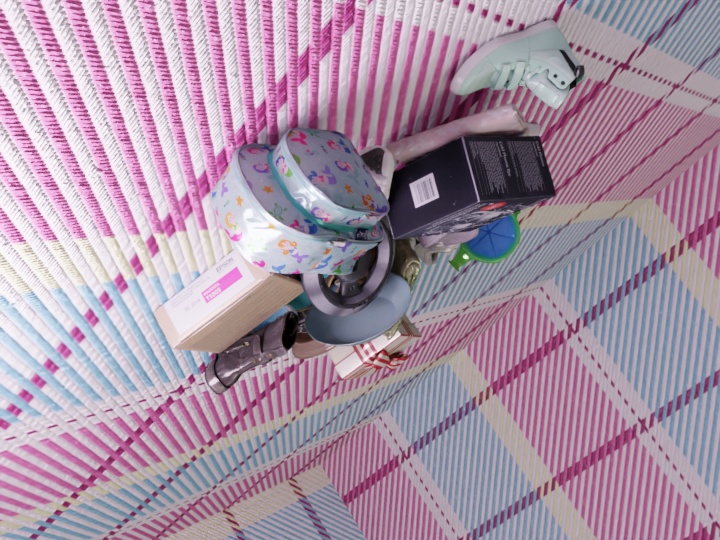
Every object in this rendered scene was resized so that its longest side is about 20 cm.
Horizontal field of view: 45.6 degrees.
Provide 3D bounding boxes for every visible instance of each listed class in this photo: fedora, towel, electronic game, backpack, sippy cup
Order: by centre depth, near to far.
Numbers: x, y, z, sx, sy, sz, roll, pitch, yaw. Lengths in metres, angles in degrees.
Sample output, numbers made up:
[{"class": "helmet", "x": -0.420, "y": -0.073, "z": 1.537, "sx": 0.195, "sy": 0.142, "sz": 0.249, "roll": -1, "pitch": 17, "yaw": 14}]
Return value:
[{"class": "backpack", "x": -0.076, "y": -0.085, "z": 1.069, "sx": 0.200, "sy": 0.178, "sz": 0.151, "roll": -6, "pitch": 146, "yaw": -41}, {"class": "towel", "x": 0.161, "y": -0.201, "z": 1.344, "sx": 0.200, "sy": 0.032, "sz": 0.191, "roll": -17, "pitch": 171, "yaw": 18}, {"class": "electronic game", "x": -0.018, "y": -0.020, "z": 1.436, "sx": 0.200, "sy": 0.042, "sz": 0.201, "roll": -16, "pitch": 116, "yaw": -37}, {"class": "fedora", "x": 0.163, "y": -0.098, "z": 1.579, "sx": 0.176, "sy": 0.091, "sz": 0.200, "roll": -4, "pitch": 159, "yaw": -32}, {"class": "towel", "x": 0.066, "y": 0.019, "z": 1.658, "sx": 0.036, "sy": 0.149, "sz": 0.200, "roll": 2, "pitch": 128, "yaw": -17}, {"class": "sippy cup", "x": 0.276, "y": -0.076, "z": 1.906, "sx": 0.177, "sy": 0.140, "sz": 0.130, "roll": -8, "pitch": 173, "yaw": -2}]

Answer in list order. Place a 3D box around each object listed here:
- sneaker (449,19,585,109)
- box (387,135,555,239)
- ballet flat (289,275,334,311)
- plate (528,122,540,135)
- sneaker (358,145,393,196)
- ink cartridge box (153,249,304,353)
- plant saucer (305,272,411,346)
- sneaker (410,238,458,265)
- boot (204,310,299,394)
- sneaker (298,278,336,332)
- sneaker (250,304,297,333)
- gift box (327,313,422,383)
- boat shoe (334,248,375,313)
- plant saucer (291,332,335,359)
[{"class": "sneaker", "x": 0.233, "y": -0.276, "z": 1.231, "sx": 0.200, "sy": 0.118, "sz": 0.074, "roll": -28, "pitch": 165, "yaw": -17}, {"class": "box", "x": 0.167, "y": -0.130, "z": 1.352, "sx": 0.182, "sy": 0.104, "sz": 0.200, "roll": -9, "pitch": 171, "yaw": -39}, {"class": "ballet flat", "x": -0.068, "y": 0.004, "z": 1.550, "sx": 0.200, "sy": 0.069, "sz": 0.063, "roll": -45, "pitch": 175, "yaw": 37}, {"class": "plate", "x": 0.239, "y": -0.203, "z": 1.615, "sx": 0.200, "sy": 0.032, "sz": 0.200, "roll": -42, "pitch": 162, "yaw": 28}, {"class": "sneaker", "x": 0.012, "y": -0.119, "z": 1.306, "sx": 0.081, "sy": 0.075, "sz": 0.200, "roll": -42, "pitch": 163, "yaw": -38}, {"class": "ink cartridge box", "x": -0.204, "y": 0.046, "z": 1.375, "sx": 0.200, "sy": 0.075, "sz": 0.165, "roll": -36, "pitch": 163, "yaw": 8}, {"class": "plant saucer", "x": 0.000, "y": 0.078, "z": 1.543, "sx": 0.201, "sy": 0.201, "sz": 0.039, "roll": -31, "pitch": 124, "yaw": -13}, {"class": "sneaker", "x": 0.184, "y": -0.084, "z": 1.740, "sx": 0.075, "sy": 0.081, "sz": 0.200, "roll": -11, "pitch": 157, "yaw": -50}, {"class": "boot", "x": -0.177, "y": 0.122, "z": 1.480, "sx": 0.174, "sy": 0.069, "sz": 0.200, "roll": -32, "pitch": -155, "yaw": 15}, {"class": "sneaker", "x": -0.064, "y": 0.057, "z": 1.702, "sx": 0.200, "sy": 0.077, "sz": 0.085, "roll": -32, "pitch": 179, "yaw": 6}, {"class": "sneaker", "x": -0.156, "y": 0.100, "z": 1.607, "sx": 0.130, "sy": 0.080, "sz": 0.200, "roll": -14, "pitch": 169, "yaw": -47}, {"class": "gift box", "x": 0.006, "y": 0.142, "z": 1.873, "sx": 0.200, "sy": 0.187, "sz": 0.184, "roll": -40, "pitch": 163, "yaw": 17}, {"class": "boat shoe", "x": 0.000, "y": 0.000, "z": 1.554, "sx": 0.200, "sy": 0.073, "sz": 0.063, "roll": -64, "pitch": 149, "yaw": -46}, {"class": "plant saucer", "x": -0.060, "y": 0.100, "z": 1.712, "sx": 0.200, "sy": 0.029, "sz": 0.200, "roll": -32, "pitch": -161, "yaw": 12}]
